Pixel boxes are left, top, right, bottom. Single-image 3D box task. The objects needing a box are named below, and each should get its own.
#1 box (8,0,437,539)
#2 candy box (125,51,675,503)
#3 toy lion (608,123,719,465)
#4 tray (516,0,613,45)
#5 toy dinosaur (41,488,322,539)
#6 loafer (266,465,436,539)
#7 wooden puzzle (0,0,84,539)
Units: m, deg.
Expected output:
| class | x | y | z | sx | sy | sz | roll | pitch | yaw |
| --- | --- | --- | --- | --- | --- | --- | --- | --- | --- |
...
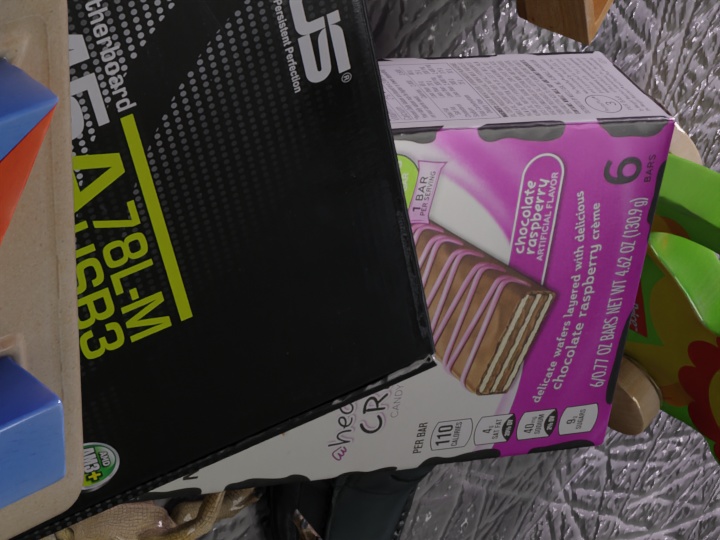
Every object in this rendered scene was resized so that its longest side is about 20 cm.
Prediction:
| class | x | y | z | sx | sy | sz | roll | pitch | yaw |
| --- | --- | --- | --- | --- | --- | --- | --- | --- | --- |
| box | -0.083 | -0.018 | 0.624 | 0.192 | 0.048 | 0.201 | -21 | 131 | -10 |
| candy box | 0.000 | 0.000 | 0.750 | 0.199 | 0.061 | 0.137 | -5 | 120 | -24 |
| toy lion | 0.183 | 0.041 | 0.988 | 0.069 | 0.191 | 0.201 | -45 | 144 | -24 |
| tray | 0.083 | -0.176 | 0.782 | 0.099 | 0.037 | 0.200 | -61 | 160 | -17 |
| toy dinosaur | -0.069 | 0.117 | 0.836 | 0.101 | 0.058 | 0.200 | -39 | 136 | -7 |
| loafer | 0.009 | 0.058 | 0.867 | 0.068 | 0.070 | 0.202 | -23 | 132 | -44 |
| wooden puzzle | -0.139 | 0.030 | 0.533 | 0.185 | 0.046 | 0.201 | -25 | 137 | -36 |
